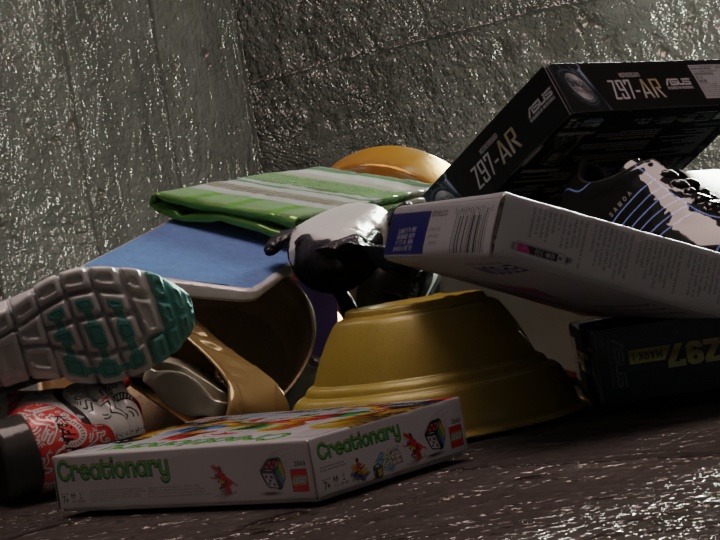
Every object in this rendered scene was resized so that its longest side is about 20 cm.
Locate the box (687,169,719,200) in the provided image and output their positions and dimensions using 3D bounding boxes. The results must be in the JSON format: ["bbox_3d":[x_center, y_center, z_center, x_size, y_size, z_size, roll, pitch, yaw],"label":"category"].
[{"bbox_3d":[0.276,-0.036,1.358,0.157,0.051,0.199,-6,10,-40],"label":"box"}]

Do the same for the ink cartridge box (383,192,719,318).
[{"bbox_3d":[0.135,0.001,1.129,0.199,0.044,0.196,16,-5,-15],"label":"ink cartridge box"}]

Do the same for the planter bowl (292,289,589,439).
[{"bbox_3d":[0.040,0.059,1.217,0.199,0.084,0.200,-9,0,0],"label":"planter bowl"}]

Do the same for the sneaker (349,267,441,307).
[{"bbox_3d":[-0.002,0.006,1.465,0.115,0.076,0.200,17,6,15],"label":"sneaker"}]

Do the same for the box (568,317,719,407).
[{"bbox_3d":[0.218,0.046,1.215,0.157,0.051,0.200,-9,0,2],"label":"box"}]

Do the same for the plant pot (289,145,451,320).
[{"bbox_3d":[0.004,0.015,1.664,0.199,0.201,0.183,-9,17,27],"label":"plant pot"}]

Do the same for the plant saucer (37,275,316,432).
[{"bbox_3d":[-0.126,0.067,1.350,0.199,0.036,0.201,-7,40,6],"label":"plant saucer"}]

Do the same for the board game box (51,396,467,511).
[{"bbox_3d":[-0.057,0.102,1.058,0.199,0.035,0.126,-8,2,40],"label":"board game box"}]

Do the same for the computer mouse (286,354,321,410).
[{"bbox_3d":[-0.047,0.088,1.423,0.199,0.044,0.110,-11,-16,26],"label":"computer mouse"}]

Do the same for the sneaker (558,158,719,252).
[{"bbox_3d":[0.207,-0.032,1.253,0.199,0.078,0.070,7,-6,44],"label":"sneaker"}]

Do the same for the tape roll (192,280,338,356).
[{"bbox_3d":[-0.116,0.060,1.512,0.199,0.066,0.200,-3,-15,-1],"label":"tape roll"}]

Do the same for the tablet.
[{"bbox_3d":[-0.105,-0.010,1.368,0.129,0.014,0.200,7,14,14],"label":"tablet"}]

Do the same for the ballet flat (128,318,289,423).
[{"bbox_3d":[-0.130,0.057,1.273,0.199,0.069,0.063,27,15,36],"label":"ballet flat"}]

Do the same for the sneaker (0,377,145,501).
[{"bbox_3d":[-0.208,0.105,1.264,0.107,0.068,0.201,-14,7,-25],"label":"sneaker"}]

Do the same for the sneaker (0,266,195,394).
[{"bbox_3d":[-0.204,0.039,1.233,0.199,0.078,0.091,-10,6,-1],"label":"sneaker"}]

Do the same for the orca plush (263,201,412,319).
[{"bbox_3d":[0.000,0.000,1.297,0.105,0.071,0.200,-19,8,-15],"label":"orca plush"}]

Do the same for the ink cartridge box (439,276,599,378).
[{"bbox_3d":[0.175,0.017,1.461,0.146,0.083,0.199,14,15,39],"label":"ink cartridge box"}]

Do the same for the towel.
[{"bbox_3d":[-0.045,-0.050,1.486,0.149,0.031,0.200,10,14,36],"label":"towel"}]

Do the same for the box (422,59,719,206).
[{"bbox_3d":[0.168,-0.088,1.412,0.199,0.044,0.160,-7,-28,-40],"label":"box"}]
